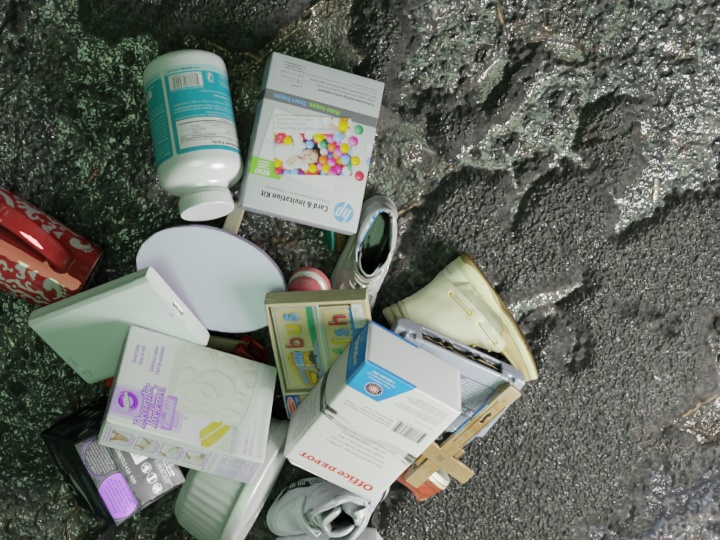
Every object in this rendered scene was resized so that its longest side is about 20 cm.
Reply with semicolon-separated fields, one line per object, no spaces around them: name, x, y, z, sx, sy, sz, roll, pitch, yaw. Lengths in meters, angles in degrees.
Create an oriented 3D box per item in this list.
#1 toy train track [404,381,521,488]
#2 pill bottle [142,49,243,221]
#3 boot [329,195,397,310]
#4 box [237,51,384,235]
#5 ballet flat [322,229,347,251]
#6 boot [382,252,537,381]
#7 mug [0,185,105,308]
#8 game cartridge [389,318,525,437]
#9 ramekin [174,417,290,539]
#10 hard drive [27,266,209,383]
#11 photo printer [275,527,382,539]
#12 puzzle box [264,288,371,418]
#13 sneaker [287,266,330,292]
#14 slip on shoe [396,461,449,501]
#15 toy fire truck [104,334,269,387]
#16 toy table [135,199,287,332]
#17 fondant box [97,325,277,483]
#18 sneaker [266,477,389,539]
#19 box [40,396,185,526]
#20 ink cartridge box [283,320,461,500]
toy train track;0.135;0.217;1.402;0.114;0.033;0.200;38;109;-23
pill bottle;-0.211;-0.169;1.323;0.109;0.111;0.202;-11;78;1
boot;0.000;0.000;1.394;0.073;0.096;0.202;15;101;-3
box;-0.063;-0.162;1.334;0.154;0.041;0.202;13;85;-16
ballet flat;-0.039;-0.129;1.395;0.072;0.068;0.202;-21;96;-16
boot;0.139;0.097;1.428;0.154;0.072;0.201;-34;98;7
mug;-0.450;-0.024;1.351;0.199;0.178;0.134;30;95;-10
game cartridge;0.105;0.151;1.401;0.198;0.041;0.134;25;121;-14
ramekin;-0.172;0.279;1.399;0.093;0.202;0.204;26;99;6
hard drive;-0.312;0.074;1.339;0.198;0.026;0.132;-19;127;24
photo printer;-0.046;0.425;1.419;0.164;0.200;0.070;-5;100;-1
puzzle box;-0.046;0.111;1.346;0.131;0.026;0.202;-3;126;8
sneaker;-0.082;0.101;1.405;0.073;0.087;0.202;3;111;12
slip on shoe;0.037;0.252;1.456;0.200;0.074;0.061;42;100;-12
toy fire truck;-0.240;0.131;1.424;0.198;0.049;0.142;24;113;-4
toy table;-0.191;0.003;1.383;0.199;0.117;0.185;30;99;-5
fondant box;-0.212;0.167;1.294;0.198;0.145;0.058;17;137;-13
sneaker;-0.059;0.336;1.429;0.199;0.115;0.076;-25;100;22
box;-0.331;0.247;1.374;0.106;0.199;0.123;-30;101;-28
ink cartridge box;0.014;0.183;1.325;0.145;0.085;0.200;29;123;-17
